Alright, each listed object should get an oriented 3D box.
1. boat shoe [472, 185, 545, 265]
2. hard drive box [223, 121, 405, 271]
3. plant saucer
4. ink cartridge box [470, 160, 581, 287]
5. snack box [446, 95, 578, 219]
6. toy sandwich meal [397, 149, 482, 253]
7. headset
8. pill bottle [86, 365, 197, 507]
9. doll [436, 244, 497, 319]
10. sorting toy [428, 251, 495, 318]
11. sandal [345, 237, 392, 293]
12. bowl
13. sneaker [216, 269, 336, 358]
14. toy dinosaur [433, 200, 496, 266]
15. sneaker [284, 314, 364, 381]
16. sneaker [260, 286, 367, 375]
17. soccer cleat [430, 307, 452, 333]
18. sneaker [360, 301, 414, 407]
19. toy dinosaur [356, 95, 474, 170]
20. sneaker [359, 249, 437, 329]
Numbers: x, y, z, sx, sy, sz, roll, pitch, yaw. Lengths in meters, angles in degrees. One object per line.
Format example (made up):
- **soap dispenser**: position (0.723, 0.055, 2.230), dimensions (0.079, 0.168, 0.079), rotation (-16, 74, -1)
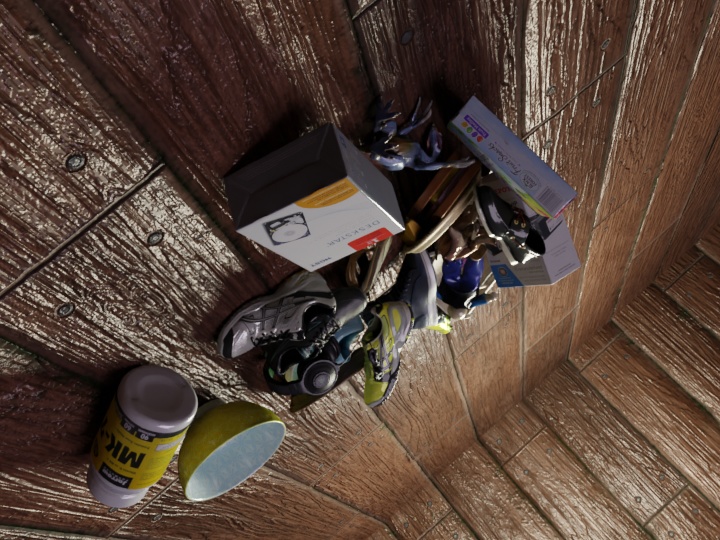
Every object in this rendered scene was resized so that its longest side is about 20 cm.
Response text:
- **boat shoe**: position (0.233, -0.076, 1.096), dimensions (0.063, 0.074, 0.201), rotation (-17, 144, 27)
- **hard drive box**: position (-0.052, -0.084, 0.891), dimensions (0.155, 0.077, 0.200), rotation (-24, 158, 17)
- **plant saucer**: position (-0.058, 0.205, 1.345), dimensions (0.199, 0.030, 0.200), rotation (-35, 179, -1)
- **ink cartridge box**: position (0.282, -0.079, 1.241), dimensions (0.084, 0.202, 0.144), rotation (-26, -171, -28)
- **snack box**: position (0.215, -0.162, 1.019), dimensions (0.053, 0.200, 0.142), rotation (-46, -178, 8)
- **toy sandwich meal**: position (0.118, -0.112, 1.131), dimensions (0.205, 0.070, 0.205), rotation (-49, -173, 7)
- **headset**: position (-0.065, 0.165, 1.192), dimensions (0.198, 0.124, 0.095), rotation (-13, 120, 11)
- **pill bottle**: position (-0.323, 0.245, 1.017), dimensions (0.114, 0.114, 0.201), rotation (-7, 136, -50)
- **doll**: position (0.195, 0.029, 1.329), dimensions (0.201, 0.135, 0.049), rotation (92, 15, -49)
- **sorting toy**: position (0.182, 0.000, 1.389), dimensions (0.179, 0.107, 0.201), rotation (-3, 141, -34)
- **sandal**: position (0.000, 0.000, 1.171), dimensions (0.081, 0.054, 0.200), rotation (-65, -176, -36)
- **bowl**: position (-0.239, 0.287, 1.205), dimensions (0.199, 0.108, 0.201), rotation (-33, 153, -19)
- **sneaker**: position (-0.127, 0.081, 1.079), dimensions (0.199, 0.088, 0.076), rotation (-36, 155, -10)
- **toy dinosaur**: position (0.160, -0.053, 1.174), dimensions (0.135, 0.086, 0.200), rotation (-30, -175, 25)
- **sneaker**: position (-0.065, 0.151, 1.274), dimensions (0.074, 0.082, 0.201), rotation (1, 130, -53)
- **sneaker**: position (-0.070, 0.102, 1.144), dimensions (0.199, 0.080, 0.076), rotation (-32, 131, 8)
- **soccer cleat**: position (0.155, 0.103, 1.557), dimensions (0.083, 0.065, 0.200), rotation (-16, 162, 13)
- **sneaker**: position (0.031, 0.147, 1.255), dimensions (0.076, 0.075, 0.202), rotation (9, 100, -24)
- **toy dinosaur**: position (0.056, -0.181, 1.000), dimensions (0.198, 0.106, 0.181), rotation (-12, 169, 14)
- **sneaker**: position (0.065, 0.039, 1.295), dimensions (0.145, 0.077, 0.204), rotation (-14, 123, -9)
